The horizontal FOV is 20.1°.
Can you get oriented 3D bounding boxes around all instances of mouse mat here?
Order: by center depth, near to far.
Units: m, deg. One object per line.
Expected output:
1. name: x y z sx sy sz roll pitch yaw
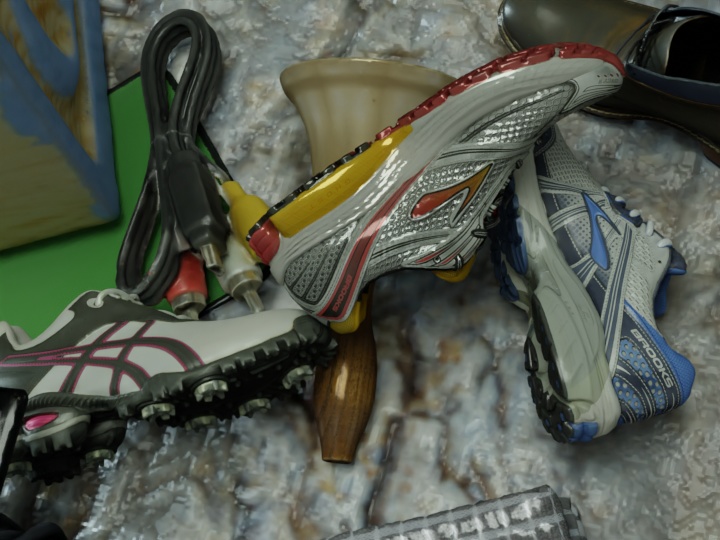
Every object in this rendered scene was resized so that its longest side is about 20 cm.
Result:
1. mouse mat: -0.163 -0.011 1.135 0.199 0.008 0.161 -31 63 0

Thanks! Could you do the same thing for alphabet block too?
1. alphabet block: -0.262 -0.125 1.104 0.199 0.196 0.197 -15 58 9

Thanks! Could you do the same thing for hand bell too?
1. hand bell: 0.000 0.000 1.057 0.104 0.104 0.201 2 79 15

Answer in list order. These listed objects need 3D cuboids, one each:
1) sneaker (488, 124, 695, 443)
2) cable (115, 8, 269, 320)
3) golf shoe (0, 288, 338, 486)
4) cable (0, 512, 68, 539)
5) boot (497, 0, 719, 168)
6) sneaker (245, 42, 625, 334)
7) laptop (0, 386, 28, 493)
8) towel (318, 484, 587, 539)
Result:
1. sneaker: 0.116 -0.004 1.030 0.085 0.077 0.201 -6 58 -9
2. cable: -0.096 -0.051 1.123 0.097 0.050 0.201 -31 49 18
3. golf shoe: -0.111 0.043 1.038 0.199 0.077 0.089 -18 70 17
4. cable: -0.130 0.170 0.881 0.051 0.200 0.164 -37 39 19
5. boot: 0.152 -0.119 1.052 0.199 0.097 0.075 29 75 24
6. sneaker: 0.045 -0.043 0.992 0.200 0.078 0.082 -34 93 12
7. laptop: -0.253 0.156 1.011 0.199 0.116 0.188 5 68 21
8. towel: 0.027 0.199 0.945 0.199 0.086 0.166 -16 64 7
